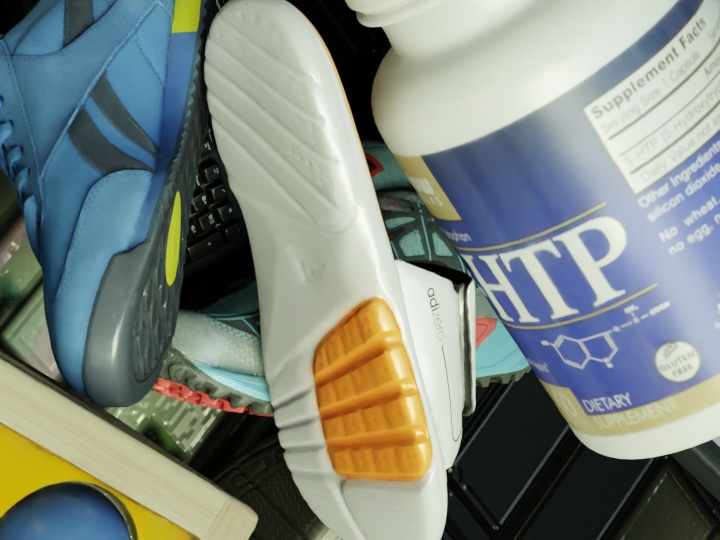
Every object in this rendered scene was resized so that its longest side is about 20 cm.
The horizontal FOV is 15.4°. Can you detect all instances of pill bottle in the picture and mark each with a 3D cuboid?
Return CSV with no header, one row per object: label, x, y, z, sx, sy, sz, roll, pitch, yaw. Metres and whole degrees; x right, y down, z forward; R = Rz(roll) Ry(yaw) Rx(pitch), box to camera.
pill bottle,0.074,-0.049,0.879,0.120,0.120,0.200,-43,108,-28

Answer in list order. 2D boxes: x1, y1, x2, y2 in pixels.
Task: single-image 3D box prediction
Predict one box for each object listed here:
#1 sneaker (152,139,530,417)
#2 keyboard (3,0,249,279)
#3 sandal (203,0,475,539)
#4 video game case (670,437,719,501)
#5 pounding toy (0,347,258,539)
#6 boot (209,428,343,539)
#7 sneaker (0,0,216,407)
sneaker,-0.013,-0.001,0.985,0.200,0.079,0.096,-9,103,-49
keyboard,-0.071,-0.095,0.942,0.104,0.040,0.201,-34,117,-31
sandal,0.005,0.001,0.881,0.059,0.079,0.207,-28,117,-35
video game case,0.160,-0.016,1.158,0.200,0.025,0.181,42,70,-35
pounding toy,-0.156,0.096,0.732,0.200,0.142,0.185,35,84,-37
boot,-0.023,0.165,0.991,0.151,0.073,0.200,41,79,-36
sneaker,-0.091,-0.033,0.848,0.201,0.078,0.066,-87,-178,-47
